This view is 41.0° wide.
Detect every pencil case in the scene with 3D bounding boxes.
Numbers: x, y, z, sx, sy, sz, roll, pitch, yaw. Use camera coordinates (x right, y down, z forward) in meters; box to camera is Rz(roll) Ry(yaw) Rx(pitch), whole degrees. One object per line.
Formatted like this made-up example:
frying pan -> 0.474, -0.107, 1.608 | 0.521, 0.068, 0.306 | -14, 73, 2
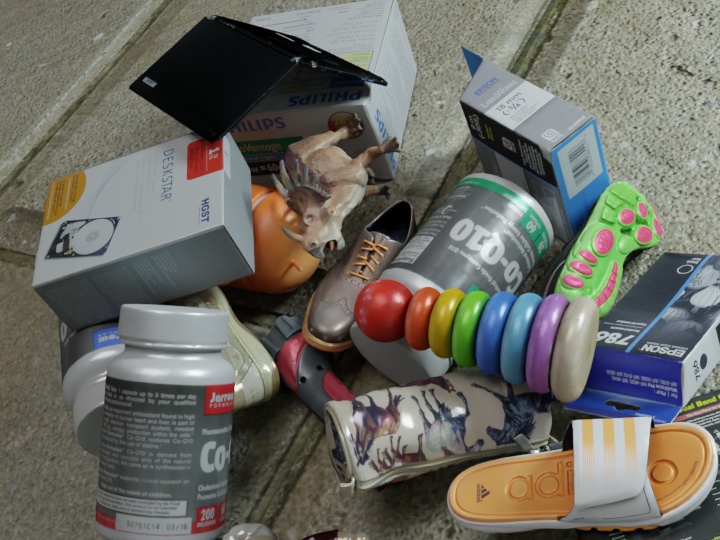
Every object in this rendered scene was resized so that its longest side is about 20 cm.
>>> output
pencil case -> 0.064, 0.131, 0.798 | 0.200, 0.078, 0.089 | -10, 38, -19

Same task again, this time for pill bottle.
pill bottle -> -0.251, 0.088, 0.996 | 0.114, 0.114, 0.200 | -24, 45, 2
pill bottle -> -0.170, 0.133, 0.856 | 0.114, 0.114, 0.200 | 4, 89, 26
pill bottle -> 0.086, 0.012, 0.919 | 0.113, 0.113, 0.200 | 22, 62, 37

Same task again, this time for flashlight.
flashlight -> -0.017, 0.117, 0.906 | 0.068, 0.068, 0.200 | -3, 30, -44

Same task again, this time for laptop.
laptop -> -0.109, -0.200, 1.036 | 0.177, 0.200, 0.103 | 35, 112, 40

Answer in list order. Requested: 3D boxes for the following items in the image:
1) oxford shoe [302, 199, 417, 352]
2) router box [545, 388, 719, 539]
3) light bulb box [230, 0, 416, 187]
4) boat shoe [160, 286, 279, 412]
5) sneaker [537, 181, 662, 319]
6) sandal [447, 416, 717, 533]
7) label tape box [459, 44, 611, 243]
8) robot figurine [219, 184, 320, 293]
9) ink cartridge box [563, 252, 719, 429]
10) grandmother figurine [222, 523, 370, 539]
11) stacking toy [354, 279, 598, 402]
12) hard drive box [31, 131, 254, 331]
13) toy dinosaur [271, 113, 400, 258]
oxford shoe -> 0.000, 0.000, 0.959 | 0.071, 0.073, 0.200 | 22, 44, 11
router box -> 0.259, 0.176, 0.729 | 0.200, 0.062, 0.150 | -19, 45, 7
light bulb box -> -0.050, -0.213, 1.172 | 0.198, 0.125, 0.200 | -3, 50, 20
boat shoe -> -0.161, 0.064, 0.961 | 0.065, 0.072, 0.200 | -22, 52, -34
sneaker -> 0.218, -0.017, 0.908 | 0.200, 0.077, 0.084 | -42, 6, -38
sandal -> 0.155, 0.151, 0.711 | 0.207, 0.059, 0.079 | -15, 45, 19
label tape box -> 0.162, -0.128, 0.990 | 0.063, 0.144, 0.200 | -39, 46, -10
robot figurine -> -0.126, -0.036, 1.053 | 0.200, 0.144, 0.117 | 10, 86, 30
ink cartridge box -> 0.258, 0.051, 0.813 | 0.099, 0.039, 0.200 | 6, 37, 45
grandmother figurine -> -0.035, 0.262, 0.786 | 0.200, 0.061, 0.121 | 18, 51, 32
stacking toy -> 0.089, 0.044, 0.794 | 0.200, 0.085, 0.085 | 13, 56, 22
hard drive box -> -0.212, -0.045, 0.965 | 0.200, 0.077, 0.156 | -17, 46, 9
toy dinosaur -> -0.043, -0.101, 1.002 | 0.135, 0.086, 0.200 | -17, 31, -17
